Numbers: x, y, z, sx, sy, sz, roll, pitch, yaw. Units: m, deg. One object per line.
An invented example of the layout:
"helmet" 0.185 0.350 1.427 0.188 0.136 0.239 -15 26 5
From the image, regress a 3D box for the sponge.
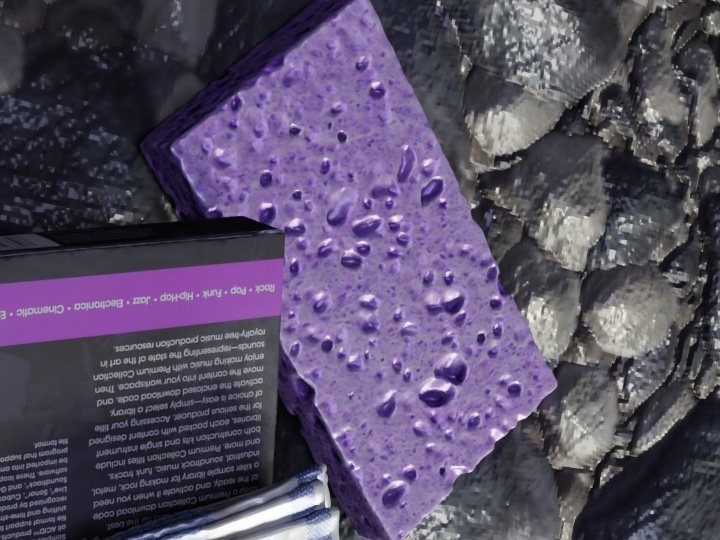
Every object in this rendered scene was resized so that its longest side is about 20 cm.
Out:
"sponge" 0.000 0.000 0.801 0.111 0.030 0.201 -40 115 -26

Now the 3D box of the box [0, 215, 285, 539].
"box" -0.100 0.085 0.718 0.142 0.036 0.202 -5 104 -35

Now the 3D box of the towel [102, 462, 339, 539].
"towel" -0.091 0.162 0.710 0.198 0.024 0.148 -16 115 -30
